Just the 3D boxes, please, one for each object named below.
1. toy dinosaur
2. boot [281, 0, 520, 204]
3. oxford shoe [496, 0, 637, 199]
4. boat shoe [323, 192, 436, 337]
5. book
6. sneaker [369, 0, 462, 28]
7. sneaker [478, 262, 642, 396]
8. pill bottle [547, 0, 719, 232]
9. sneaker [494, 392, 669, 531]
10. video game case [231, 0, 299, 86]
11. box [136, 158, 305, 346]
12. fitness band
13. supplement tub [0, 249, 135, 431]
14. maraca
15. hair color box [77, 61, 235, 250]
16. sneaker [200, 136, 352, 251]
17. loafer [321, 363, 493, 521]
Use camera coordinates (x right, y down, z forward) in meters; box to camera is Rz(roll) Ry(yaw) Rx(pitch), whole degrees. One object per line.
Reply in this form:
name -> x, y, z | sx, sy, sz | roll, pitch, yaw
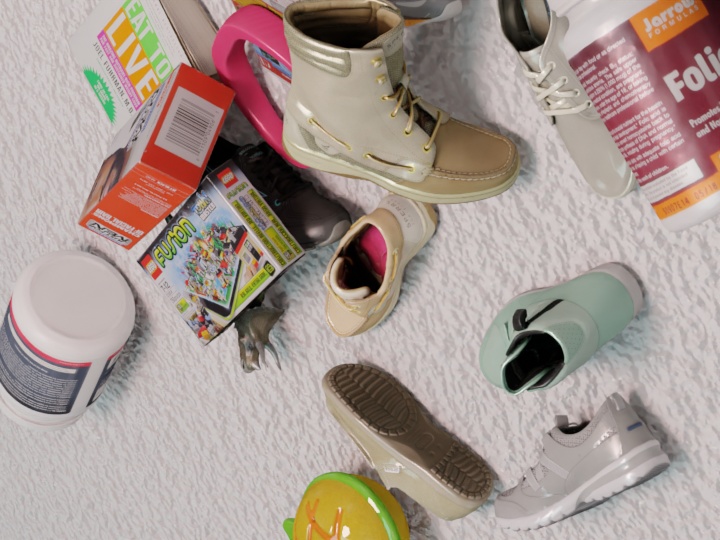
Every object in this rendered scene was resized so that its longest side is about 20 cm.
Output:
toy dinosaur -> -0.133, 0.000, 1.624 | 0.101, 0.077, 0.202 | 3, 120, 38
boot -> 0.033, -0.134, 1.269 | 0.198, 0.073, 0.155 | 13, 143, 8
oxford shoe -> 0.151, -0.143, 1.213 | 0.075, 0.058, 0.202 | -8, 110, 48
boat shoe -> 0.000, 0.000, 1.469 | 0.074, 0.069, 0.201 | 46, 141, 16
book -> -0.212, -0.214, 1.595 | 0.135, 0.048, 0.200 | 60, 146, 1
sneaker -> 0.001, -0.254, 1.299 | 0.199, 0.078, 0.078 | 32, 126, 29
sneaker -> 0.131, 0.065, 1.324 | 0.074, 0.118, 0.200 | 55, 144, 3
pill bottle -> 0.209, -0.139, 1.103 | 0.114, 0.114, 0.201 | -30, 91, 53
sneaker -> 0.181, 0.164, 1.387 | 0.200, 0.074, 0.083 | -36, 72, 46
video game case -> -0.067, -0.216, 1.367 | 0.143, 0.017, 0.201 | 36, 162, 37
box -> -0.134, -0.012, 1.518 | 0.110, 0.035, 0.200 | 51, 145, 2
fitness band -> -0.071, -0.161, 1.425 | 0.144, 0.037, 0.200 | 51, 165, -2
supplement tub -> -0.346, 0.084, 1.861 | 0.141, 0.140, 0.200 | 49, 141, 13
maraca -> -0.019, 0.278, 1.645 | 0.138, 0.106, 0.200 | 59, 143, 12
hair color box -> -0.196, -0.104, 1.533 | 0.063, 0.112, 0.200 | 26, 155, -16
sneaker -> -0.089, -0.072, 1.519 | 0.199, 0.075, 0.080 | 18, 125, 41
loafer -> 0.035, 0.168, 1.537 | 0.200, 0.075, 0.069 | 41, 133, 22
